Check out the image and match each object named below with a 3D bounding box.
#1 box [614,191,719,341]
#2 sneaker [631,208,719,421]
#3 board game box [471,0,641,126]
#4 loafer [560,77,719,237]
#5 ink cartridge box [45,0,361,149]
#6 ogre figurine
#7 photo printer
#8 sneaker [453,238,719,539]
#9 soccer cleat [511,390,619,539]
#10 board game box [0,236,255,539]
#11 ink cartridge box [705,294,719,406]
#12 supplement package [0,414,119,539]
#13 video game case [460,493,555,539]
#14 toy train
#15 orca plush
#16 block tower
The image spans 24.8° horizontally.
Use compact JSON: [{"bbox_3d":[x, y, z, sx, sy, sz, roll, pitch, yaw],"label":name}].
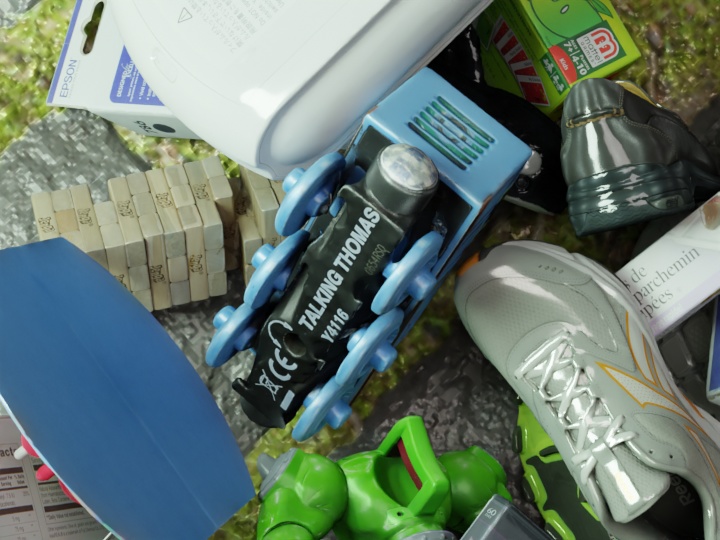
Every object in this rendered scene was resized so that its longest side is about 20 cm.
[{"bbox_3d":[0.180,-0.014,0.814,0.200,0.041,0.039,-40,77,23],"label":"box"},{"bbox_3d":[0.215,0.057,0.908,0.082,0.077,0.201,-13,79,-40],"label":"sneaker"},{"bbox_3d":[0.069,-0.177,0.901,0.048,0.102,0.200,-28,84,-18],"label":"board game box"},{"bbox_3d":[0.144,-0.064,0.846,0.073,0.200,0.073,-14,91,14],"label":"loafer"},{"bbox_3d":[-0.067,-0.120,0.870,0.199,0.039,0.100,8,75,27],"label":"ink cartridge box"},{"bbox_3d":[0.025,0.144,0.821,0.199,0.098,0.120,-8,61,-13],"label":"ogre figurine"},{"bbox_3d":[-0.025,-0.152,0.800,0.200,0.069,0.166,-44,58,5],"label":"photo printer"},{"bbox_3d":[0.119,0.070,0.784,0.200,0.092,0.076,45,115,-8],"label":"sneaker"},{"bbox_3d":[0.144,0.131,0.883,0.084,0.065,0.201,-11,75,-42],"label":"soccer cleat"},{"bbox_3d":[-0.125,0.063,0.739,0.039,0.200,0.158,-37,88,13],"label":"board game box"},{"bbox_3d":[0.283,0.006,0.888,0.199,0.043,0.197,20,63,-20],"label":"ink cartridge box"},{"bbox_3d":[-0.192,0.179,0.733,0.151,0.151,0.201,-18,81,20],"label":"supplement package"},{"bbox_3d":[0.052,0.225,0.776,0.143,0.019,0.200,42,82,-26],"label":"video game case"},{"bbox_3d":[0.000,0.000,0.797,0.087,0.200,0.114,40,46,9],"label":"toy train"},{"bbox_3d":[0.040,-0.112,0.881,0.200,0.105,0.071,41,118,26],"label":"orca plush"},{"bbox_3d":[-0.067,-0.026,0.862,0.199,0.054,0.058,-12,46,-12],"label":"block tower"}]
